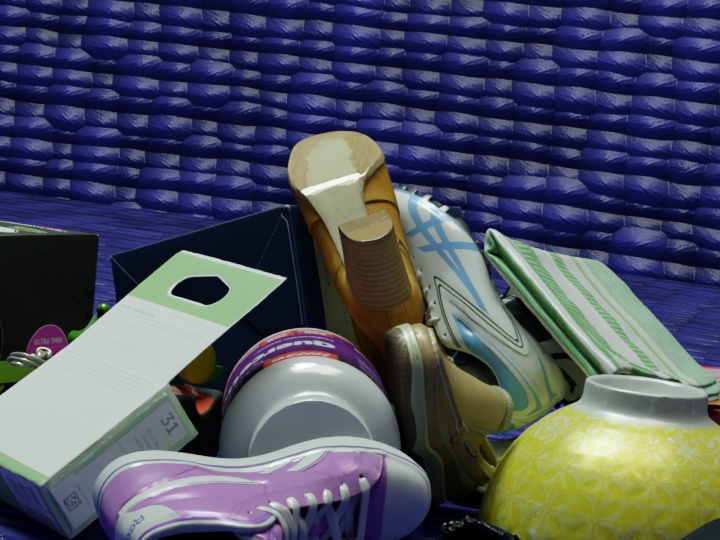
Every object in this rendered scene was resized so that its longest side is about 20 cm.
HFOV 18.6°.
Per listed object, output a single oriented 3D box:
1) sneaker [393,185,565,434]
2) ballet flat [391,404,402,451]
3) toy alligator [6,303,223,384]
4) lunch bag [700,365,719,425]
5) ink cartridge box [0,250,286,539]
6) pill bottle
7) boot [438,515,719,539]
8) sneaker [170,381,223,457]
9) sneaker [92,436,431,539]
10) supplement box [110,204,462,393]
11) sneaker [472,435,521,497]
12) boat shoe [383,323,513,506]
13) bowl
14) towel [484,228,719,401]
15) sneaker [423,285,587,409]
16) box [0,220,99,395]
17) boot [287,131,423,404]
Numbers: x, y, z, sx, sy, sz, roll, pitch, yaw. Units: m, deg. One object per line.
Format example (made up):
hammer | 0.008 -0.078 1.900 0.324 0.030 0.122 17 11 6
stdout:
sneaker | 0.065 0.025 1.541 0.072 0.200 0.072 -29 -22 -13
ballet flat | 0.031 0.123 1.609 0.199 0.068 0.064 -1 36 -48
toy alligator | -0.158 0.044 1.488 0.059 0.055 0.200 8 -1 38
lunch bag | 0.252 0.118 1.722 0.175 0.082 0.200 5 6 -8
ink cartridge box | -0.143 0.071 1.362 0.200 0.048 0.145 -38 26 -22
pill bottle | -0.033 0.103 1.392 0.112 0.113 0.200 6 5 -4
boot | 0.123 0.162 1.148 0.167 0.077 0.200 11 13 12
sneaker | -0.160 0.106 1.471 0.107 0.068 0.201 6 2 6
sneaker | -0.040 0.147 1.226 0.199 0.073 0.114 -3 16 -21
supplement box | -0.047 0.034 1.686 0.199 0.135 0.199 -14 -8 41
sneaker | 0.151 0.126 1.554 0.199 0.081 0.074 2 9 -23
boat shoe | 0.060 0.087 1.414 0.076 0.072 0.200 -9 -27 2
bowl | 0.178 0.127 1.419 0.199 0.108 0.200 6 5 -1
towel | 0.173 0.034 1.572 0.153 0.023 0.200 49 19 25
sneaker | 0.130 0.052 1.604 0.199 0.091 0.066 9 -5 -7
box | -0.295 0.040 1.540 0.124 0.149 0.200 8 6 33
boot | 0.001 0.000 1.538 0.070 0.145 0.201 -14 30 -5
